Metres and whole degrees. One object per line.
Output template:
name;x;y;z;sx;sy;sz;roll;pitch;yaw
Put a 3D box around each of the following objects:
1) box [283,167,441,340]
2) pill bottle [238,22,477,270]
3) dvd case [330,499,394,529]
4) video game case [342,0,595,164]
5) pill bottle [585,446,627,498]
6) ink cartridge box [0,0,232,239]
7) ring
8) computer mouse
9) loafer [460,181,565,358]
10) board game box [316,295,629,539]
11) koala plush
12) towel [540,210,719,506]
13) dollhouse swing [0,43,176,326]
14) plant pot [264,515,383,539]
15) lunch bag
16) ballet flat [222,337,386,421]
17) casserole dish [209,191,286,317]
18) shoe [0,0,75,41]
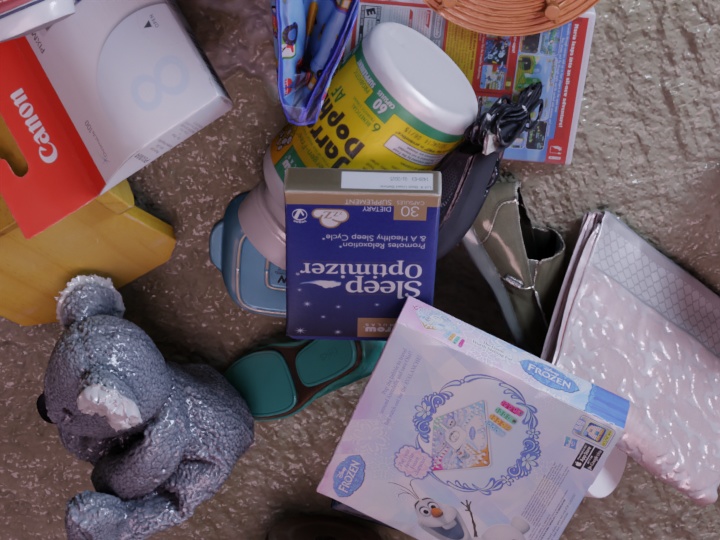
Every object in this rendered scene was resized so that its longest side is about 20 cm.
box;0.000;0.000;1.566;0.120;0.033;0.201;1;138;0
pill bottle;-0.008;-0.093;1.581;0.112;0.113;0.200;33;119;-20
dvd case;0.067;0.222;1.786;0.142;0.018;0.200;19;164;-14
video game case;0.084;-0.159;1.613;0.199;0.017;0.144;5;123;-2
pill bottle;0.126;0.145;1.709;0.199;0.112;0.113;3;130;37
ink cartridge box;-0.221;-0.144;1.535;0.199;0.047;0.161;-32;77;6
ring;0.120;-0.275;1.525;0.199;0.019;0.202;0;118;1
computer mouse;0.078;-0.060;1.585;0.053;0.138;0.200;45;118;4
loafer;0.147;0.005;1.686;0.069;0.075;0.200;-23;120;20
board game box;0.089;0.144;1.605;0.198;0.043;0.201;25;126;0
koala plush;-0.202;0.109;1.688;0.183;0.178;0.200;-20;135;5
towel;0.246;0.072;1.667;0.200;0.192;0.032;35;145;-21
dollhouse swing;-0.283;-0.067;1.668;0.199;0.176;0.183;-29;77;18
plant pot;-0.038;0.331;1.854;0.199;0.200;0.176;6;104;-3
lunch bag;-0.036;-0.218;1.496;0.093;0.151;0.201;8;123;-5
ballet flat;-0.041;0.087;1.738;0.070;0.068;0.200;-7;168;-43
casserole dish;-0.033;-0.007;1.703;0.199;0.039;0.122;4;123;-1
shoe;-0.315;-0.213;1.519;0.199;0.071;0.092;-11;100;30
